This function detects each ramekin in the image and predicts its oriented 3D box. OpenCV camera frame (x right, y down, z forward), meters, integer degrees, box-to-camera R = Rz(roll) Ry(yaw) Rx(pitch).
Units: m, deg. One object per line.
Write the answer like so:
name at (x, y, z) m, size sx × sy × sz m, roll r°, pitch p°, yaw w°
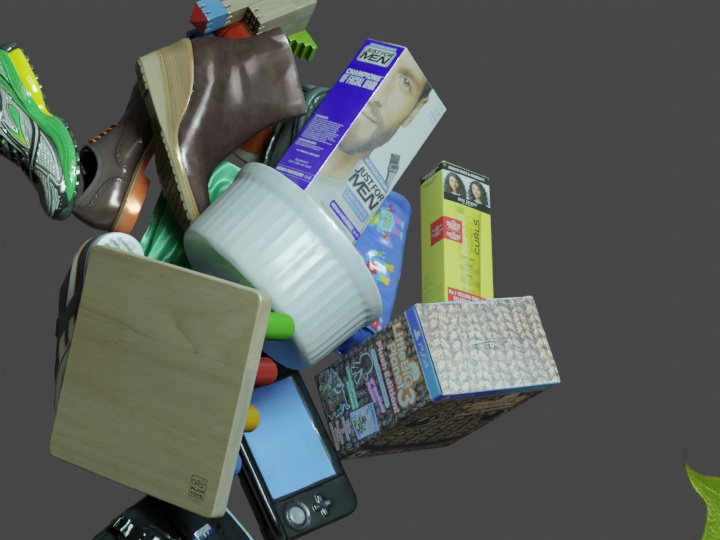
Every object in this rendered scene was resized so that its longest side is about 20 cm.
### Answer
ramekin at (-0.081, 0.003, 1.492) m, size 0.098 × 0.200 × 0.201 m, roll -42°, pitch 93°, yaw -17°

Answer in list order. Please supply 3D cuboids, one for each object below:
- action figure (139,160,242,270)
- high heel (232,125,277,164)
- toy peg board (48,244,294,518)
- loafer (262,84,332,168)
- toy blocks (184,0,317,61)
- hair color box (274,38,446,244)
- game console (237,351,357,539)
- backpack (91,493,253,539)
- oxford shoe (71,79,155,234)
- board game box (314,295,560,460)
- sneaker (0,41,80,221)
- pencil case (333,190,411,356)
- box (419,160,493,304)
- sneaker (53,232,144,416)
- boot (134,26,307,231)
action figure at (-0.183, -0.028, 1.577) m, size 0.118 × 0.055 × 0.201 m, roll 27°, pitch 63°, yaw -4°
high heel at (-0.084, -0.137, 1.736) m, size 0.199 × 0.096 × 0.068 m, roll 27°, pitch 93°, yaw -5°
toy peg board at (-0.160, 0.097, 1.390) m, size 0.098 × 0.199 × 0.200 m, roll 6°, pitch 98°, yaw -57°
loafer at (-0.078, -0.105, 1.666) m, size 0.072 × 0.063 × 0.201 m, roll 20°, pitch 91°, yaw -41°
toy blocks at (-0.134, -0.244, 1.665) m, size 0.136 × 0.200 × 0.100 m, roll -27°, pitch 73°, yaw -29°
hair color box at (-0.002, -0.135, 1.638) m, size 0.200 × 0.065 × 0.109 m, roll -57°, pitch 138°, yaw -17°
game console at (-0.081, 0.160, 1.513) m, size 0.175 × 0.116 × 0.201 m, roll -16°, pitch 76°, yaw -40°
backpack at (-0.144, 0.304, 1.385) m, size 0.200 × 0.154 × 0.163 m, roll 35°, pitch 44°, yaw 14°
oxford shoe at (-0.248, -0.131, 1.586) m, size 0.072 × 0.071 × 0.201 m, roll 22°, pitch 55°, yaw -19°
board game box at (0.077, 0.113, 1.596) m, size 0.159 × 0.200 × 0.097 m, roll -3°, pitch 67°, yaw -36°
sneaker at (-0.344, -0.130, 1.523) m, size 0.085 × 0.078 × 0.200 m, roll -22°, pitch 71°, yaw -34°
pencil case at (0.000, 0.000, 1.686) m, size 0.087 × 0.078 × 0.201 m, roll 23°, pitch 54°, yaw -14°
box at (0.112, -0.025, 1.798) m, size 0.075 × 0.050 × 0.201 m, roll 19°, pitch 56°, yaw -27°
sneaker at (-0.254, 0.064, 1.476) m, size 0.078 × 0.079 × 0.201 m, roll 15°, pitch 83°, yaw -28°
boot at (-0.129, -0.146, 1.562) m, size 0.166 × 0.072 × 0.201 m, roll -12°, pitch 85°, yaw -20°
